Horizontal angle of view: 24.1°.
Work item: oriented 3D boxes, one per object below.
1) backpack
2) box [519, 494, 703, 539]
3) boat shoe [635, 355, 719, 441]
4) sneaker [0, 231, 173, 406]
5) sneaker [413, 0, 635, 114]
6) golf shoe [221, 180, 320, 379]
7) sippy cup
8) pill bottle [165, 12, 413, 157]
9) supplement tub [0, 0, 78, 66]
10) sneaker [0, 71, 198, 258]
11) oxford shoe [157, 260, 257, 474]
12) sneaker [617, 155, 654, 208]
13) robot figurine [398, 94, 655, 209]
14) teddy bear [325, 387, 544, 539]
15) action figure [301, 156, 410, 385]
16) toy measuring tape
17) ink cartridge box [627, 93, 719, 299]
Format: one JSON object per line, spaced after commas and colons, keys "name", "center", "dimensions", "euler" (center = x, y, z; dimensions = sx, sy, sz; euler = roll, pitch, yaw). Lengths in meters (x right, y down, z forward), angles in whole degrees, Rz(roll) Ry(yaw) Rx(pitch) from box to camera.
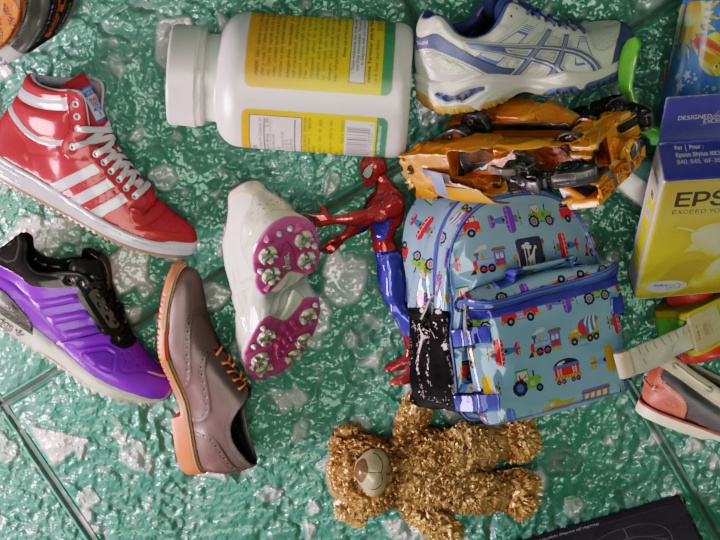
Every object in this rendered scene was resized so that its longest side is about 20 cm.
{"name": "backpack", "center": [0.129, 0.015, 1.421], "dimensions": [0.182, 0.134, 0.201], "euler": [-8, 96, -23]}
{"name": "box", "center": [0.217, 0.307, 1.472], "dimensions": [0.199, 0.197, 0.125], "euler": [-17, 104, 4]}
{"name": "boat shoe", "center": [0.345, 0.126, 1.494], "dimensions": [0.199, 0.071, 0.063], "euler": [19, 101, 0]}
{"name": "sneaker", "center": [-0.237, 0.037, 1.475], "dimensions": [0.200, 0.070, 0.100], "euler": [32, 100, -8]}
{"name": "sneaker", "center": [0.139, -0.190, 1.387], "dimensions": [0.199, 0.075, 0.089], "euler": [-15, 113, -19]}
{"name": "golf shoe", "center": [-0.082, 0.008, 1.456], "dimensions": [0.075, 0.092, 0.201], "euler": [-19, 140, -26]}
{"name": "sippy cup", "center": [0.310, -0.165, 1.396], "dimensions": [0.139, 0.177, 0.131], "euler": [6, 95, 41]}
{"name": "pill bottle", "center": [-0.058, -0.156, 1.404], "dimensions": [0.199, 0.113, 0.113], "euler": [3, 104, 0]}
{"name": "supplement tub", "center": [-0.297, -0.226, 1.344], "dimensions": [0.122, 0.200, 0.123], "euler": [0, 105, 0]}
{"name": "sneaker", "center": [-0.215, -0.095, 1.442], "dimensions": [0.199, 0.071, 0.113], "euler": [26, 106, -3]}
{"name": "oxford shoe", "center": [-0.130, 0.085, 1.480], "dimensions": [0.072, 0.071, 0.201], "euler": [0, 114, 17]}
{"name": "sneaker", "center": [0.294, -0.075, 1.445], "dimensions": [0.199, 0.074, 0.082], "euler": [24, 103, -17]}
{"name": "robot figurine", "center": [0.139, -0.095, 1.358], "dimensions": [0.199, 0.145, 0.058], "euler": [7, 125, 39]}
{"name": "teddy bear", "center": [0.068, 0.178, 1.508], "dimensions": [0.199, 0.067, 0.146], "euler": [15, 101, -4]}
{"name": "action figure", "center": [0.000, 0.000, 1.465], "dimensions": [0.098, 0.065, 0.201], "euler": [-7, 104, -7]}
{"name": "toy measuring tape", "center": [0.263, 0.054, 1.439], "dimensions": [0.073, 0.199, 0.074], "euler": [21, 120, 41]}
{"name": "ink cartridge box", "center": [0.325, -0.059, 1.348], "dimensions": [0.197, 0.047, 0.200], "euler": [-4, 143, -5]}
